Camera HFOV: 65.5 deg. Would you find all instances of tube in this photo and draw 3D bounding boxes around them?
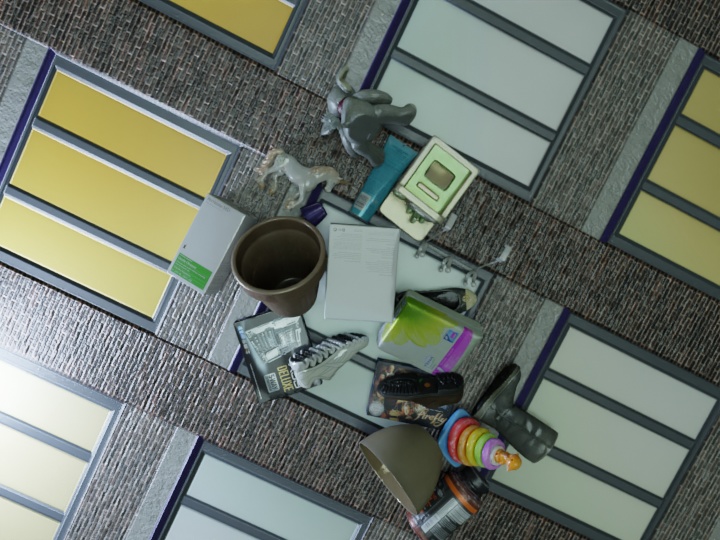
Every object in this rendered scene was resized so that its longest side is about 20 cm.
[{"bbox_3d":[0.047,-0.206,1.277,0.077,0.050,0.201,32,90,-1],"label":"tube"}]

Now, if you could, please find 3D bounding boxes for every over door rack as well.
[{"bbox_3d":[0.212,-0.031,1.224,0.147,0.200,0.067,29,68,-5],"label":"over door rack"}]

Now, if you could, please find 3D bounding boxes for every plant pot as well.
[{"bbox_3d":[-0.161,0.014,1.213,0.198,0.175,0.201,-3,54,4],"label":"plant pot"},{"bbox_3d":[0.110,0.434,1.284,0.134,0.200,0.201,-35,96,-18],"label":"plant pot"}]

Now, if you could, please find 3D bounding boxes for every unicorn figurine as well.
[{"bbox_3d":[-0.137,-0.204,1.256,0.200,0.074,0.138,38,94,-5],"label":"unicorn figurine"}]

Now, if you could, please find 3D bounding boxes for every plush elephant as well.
[{"bbox_3d":[-0.010,-0.344,1.215,0.199,0.156,0.165,7,135,-29],"label":"plush elephant"}]

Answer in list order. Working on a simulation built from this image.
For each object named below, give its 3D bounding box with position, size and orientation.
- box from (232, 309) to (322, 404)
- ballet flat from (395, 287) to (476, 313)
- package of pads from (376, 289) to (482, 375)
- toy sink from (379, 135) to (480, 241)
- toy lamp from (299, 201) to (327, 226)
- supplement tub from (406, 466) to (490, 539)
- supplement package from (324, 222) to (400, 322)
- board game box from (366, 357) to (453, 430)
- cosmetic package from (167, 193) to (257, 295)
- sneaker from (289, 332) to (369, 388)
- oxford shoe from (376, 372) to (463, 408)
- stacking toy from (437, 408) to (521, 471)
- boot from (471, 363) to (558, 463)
[{"bbox_3d":[-0.190,0.191,1.307,0.156,0.050,0.202,-16,96,-1],"label":"box"},{"bbox_3d":[0.173,0.075,1.299,0.198,0.057,0.067,-5,79,-2],"label":"ballet flat"},{"bbox_3d":[0.153,0.150,1.274,0.199,0.068,0.155,27,120,-10],"label":"package of pads"},{"bbox_3d":[0.149,-0.177,1.248,0.130,0.112,0.201,37,94,-5],"label":"toy sink"},{"bbox_3d":[-0.167,-0.090,1.276,0.199,0.058,0.058,-33,96,2],"label":"toy lamp"},{"bbox_3d":[0.212,0.553,1.330,0.200,0.107,0.107,-43,96,2],"label":"supplement tub"},{"bbox_3d":[0.000,0.000,1.242,0.150,0.151,0.202,4,96,-3],"label":"supplement package"},{"bbox_3d":[0.124,0.295,1.335,0.198,0.035,0.137,11,95,-3],"label":"board game box"},{"bbox_3d":[-0.330,-0.058,1.255,0.107,0.085,0.201,28,95,8],"label":"cosmetic package"},{"bbox_3d":[-0.066,0.201,1.280,0.199,0.075,0.082,-21,105,-27],"label":"sneaker"},{"bbox_3d":[0.136,0.285,1.281,0.198,0.073,0.085,0,126,12],"label":"oxford shoe"},{"bbox_3d":[0.283,0.403,1.259,0.116,0.199,0.110,-50,118,-22],"label":"stacking toy"},{"bbox_3d":[0.388,0.341,1.330,0.199,0.073,0.182,35,108,2],"label":"boot"}]
